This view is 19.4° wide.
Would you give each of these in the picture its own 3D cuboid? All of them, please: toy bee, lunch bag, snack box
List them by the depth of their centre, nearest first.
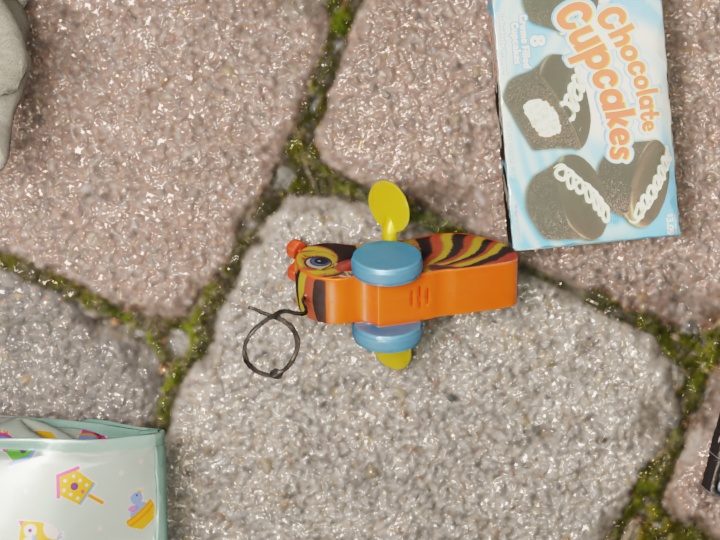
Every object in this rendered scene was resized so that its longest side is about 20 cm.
[{"bbox_3d":[-0.223,0.182,1.398,0.199,0.122,0.171,1,93,4],"label":"lunch bag"},{"bbox_3d":[0.000,0.000,1.407,0.200,0.109,0.131,9,109,-32],"label":"toy bee"},{"bbox_3d":[0.150,-0.118,1.427,0.116,0.037,0.201,-6,94,-1],"label":"snack box"}]

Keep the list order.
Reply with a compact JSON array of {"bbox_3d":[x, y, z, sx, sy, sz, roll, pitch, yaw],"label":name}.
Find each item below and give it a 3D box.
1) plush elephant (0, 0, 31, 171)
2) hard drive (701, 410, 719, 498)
[{"bbox_3d":[-0.288,-0.173,1.346,0.155,0.164,0.200,38,73,-43],"label":"plush elephant"},{"bbox_3d":[0.326,0.073,1.445,0.139,0.038,0.201,13,93,-2],"label":"hard drive"}]
